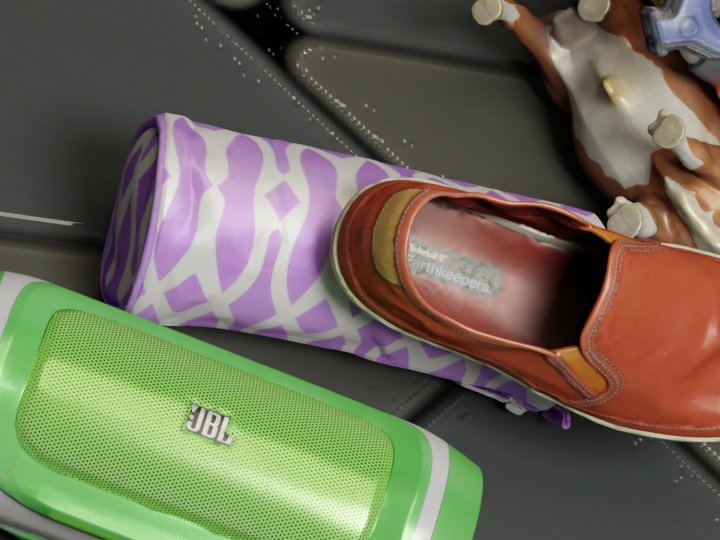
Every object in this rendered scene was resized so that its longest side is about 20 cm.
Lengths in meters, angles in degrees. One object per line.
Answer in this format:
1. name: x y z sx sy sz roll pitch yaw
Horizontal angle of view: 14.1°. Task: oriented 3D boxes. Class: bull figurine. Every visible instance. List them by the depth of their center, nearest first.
1. bull figurine: 0.125 -0.048 1.188 0.200 0.065 0.121 55 13 29

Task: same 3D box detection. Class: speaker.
1. speaker: -0.062 0.068 1.024 0.199 0.089 0.089 21 50 -8

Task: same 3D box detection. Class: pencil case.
1. pencil case: 0.000 0.000 1.108 0.199 0.086 0.084 14 15 -13

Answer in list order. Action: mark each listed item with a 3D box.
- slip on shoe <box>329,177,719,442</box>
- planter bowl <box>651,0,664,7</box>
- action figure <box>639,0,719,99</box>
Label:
1. slip on shoe: 0.087 0.015 1.055 0.199 0.061 0.074 19 83 -15
2. planter bowl: 0.209 -0.145 1.263 0.200 0.083 0.201 25 39 -22
3. action figure: 0.190 -0.137 1.171 0.199 0.105 0.194 1 89 -19
